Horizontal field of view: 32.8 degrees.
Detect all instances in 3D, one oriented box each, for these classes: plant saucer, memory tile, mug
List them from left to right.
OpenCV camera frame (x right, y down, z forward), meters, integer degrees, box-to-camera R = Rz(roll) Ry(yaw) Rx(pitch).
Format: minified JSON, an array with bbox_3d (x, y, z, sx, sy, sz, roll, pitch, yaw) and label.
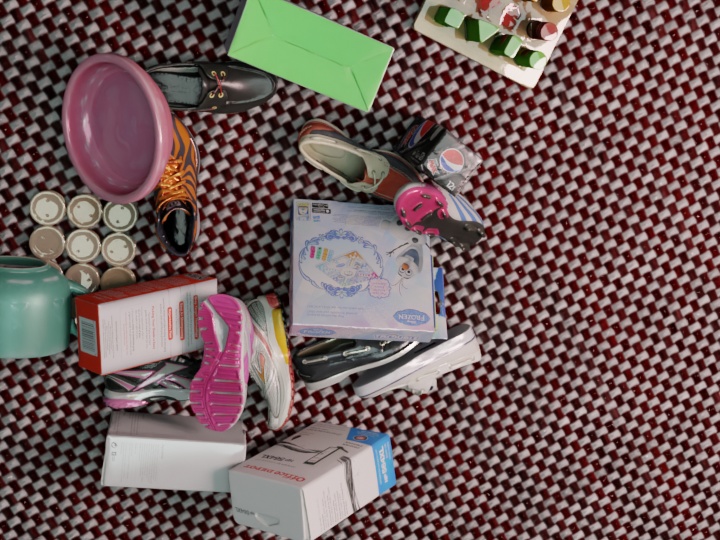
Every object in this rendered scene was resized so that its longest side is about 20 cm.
[{"bbox_3d":[-0.458,0.042,1.661,0.185,0.152,0.115,-9,108,-51],"label":"mug"},{"bbox_3d":[-0.394,-0.012,1.733,0.153,0.017,0.200,4,102,-9],"label":"memory tile"},{"bbox_3d":[-0.319,-0.192,1.637,0.051,0.200,0.201,-19,111,-49],"label":"plant saucer"}]

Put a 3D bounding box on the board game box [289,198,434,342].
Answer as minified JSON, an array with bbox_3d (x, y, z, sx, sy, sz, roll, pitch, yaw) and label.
[{"bbox_3d":[0.000,0.000,1.722,0.200,0.043,0.199,4,61,-9],"label":"board game box"}]

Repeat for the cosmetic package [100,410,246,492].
[{"bbox_3d":[-0.268,0.262,1.769,0.200,0.113,0.081,7,102,-8],"label":"cosmetic package"}]

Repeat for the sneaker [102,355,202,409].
[{"bbox_3d":[-0.275,0.144,1.759,0.200,0.080,0.087,-8,94,-12],"label":"sneaker"}]

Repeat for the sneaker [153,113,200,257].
[{"bbox_3d":[-0.253,-0.115,1.680,0.077,0.112,0.200,-11,105,-6],"label":"sneaker"}]

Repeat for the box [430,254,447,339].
[{"bbox_3d":[0.029,0.036,1.764,0.200,0.048,0.122,2,66,-9],"label":"box"}]

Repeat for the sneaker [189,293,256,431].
[{"bbox_3d":[-0.183,0.125,1.707,0.081,0.088,0.200,11,102,12],"label":"sneaker"}]

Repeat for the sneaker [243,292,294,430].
[{"bbox_3d":[-0.141,0.135,1.782,0.082,0.078,0.200,-9,95,-2],"label":"sneaker"}]

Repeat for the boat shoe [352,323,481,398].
[{"bbox_3d":[0.088,0.153,1.820,0.200,0.071,0.070,-26,103,-8],"label":"boat shoe"}]

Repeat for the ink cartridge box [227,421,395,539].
[{"bbox_3d":[-0.068,0.296,1.739,0.200,0.146,0.084,-23,111,-49],"label":"ink cartridge box"}]

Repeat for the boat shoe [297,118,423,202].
[{"bbox_3d":[0.000,-0.145,1.729,0.200,0.063,0.071,29,117,-13],"label":"boat shoe"}]

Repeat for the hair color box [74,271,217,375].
[{"bbox_3d":[-0.292,0.071,1.692,0.200,0.061,0.102,-12,108,-43],"label":"hair color box"}]

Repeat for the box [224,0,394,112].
[{"bbox_3d":[-0.073,-0.300,1.630,0.200,0.176,0.097,21,99,-13],"label":"box"}]

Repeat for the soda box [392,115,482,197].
[{"bbox_3d":[0.103,-0.161,1.677,0.071,0.200,0.063,38,94,-15],"label":"soda box"}]

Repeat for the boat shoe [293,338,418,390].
[{"bbox_3d":[-0.001,0.109,1.791,0.200,0.076,0.060,-26,111,-2],"label":"boat shoe"}]

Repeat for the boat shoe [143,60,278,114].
[{"bbox_3d":[-0.212,-0.251,1.682,0.201,0.063,0.074,-1,101,-10],"label":"boat shoe"}]

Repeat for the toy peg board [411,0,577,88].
[{"bbox_3d":[0.208,-0.381,1.695,0.200,0.098,0.199,24,99,-14],"label":"toy peg board"}]

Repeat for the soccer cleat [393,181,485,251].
[{"bbox_3d":[0.100,-0.090,1.717,0.070,0.086,0.200,-40,144,18],"label":"soccer cleat"}]
